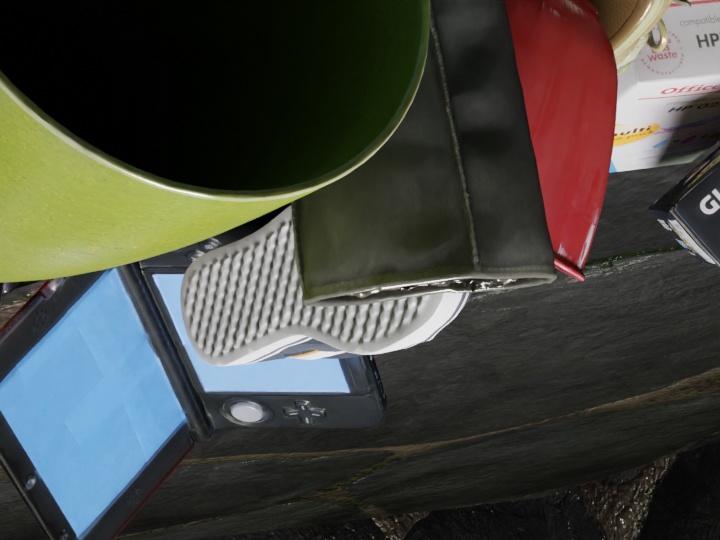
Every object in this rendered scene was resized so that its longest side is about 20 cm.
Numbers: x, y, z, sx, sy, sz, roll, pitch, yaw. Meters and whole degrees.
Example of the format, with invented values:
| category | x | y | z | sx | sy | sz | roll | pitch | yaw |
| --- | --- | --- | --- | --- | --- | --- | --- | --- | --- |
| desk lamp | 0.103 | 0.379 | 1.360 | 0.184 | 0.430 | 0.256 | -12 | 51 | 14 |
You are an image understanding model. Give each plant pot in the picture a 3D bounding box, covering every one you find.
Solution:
| category | x | y | z | sx | sy | sz | roll | pitch | yaw |
| --- | --- | --- | --- | --- | --- | --- | --- | --- | --- |
| plant pot | -0.106 | -0.075 | 0.684 | 0.187 | 0.187 | 0.200 | -2 | 161 | -35 |

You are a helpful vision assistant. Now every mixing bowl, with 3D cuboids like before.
| category | x | y | z | sx | sy | sz | roll | pitch | yaw |
| --- | --- | --- | --- | --- | --- | --- | --- | --- | --- |
| mixing bowl | 0.039 | -0.089 | 0.852 | 0.200 | 0.108 | 0.200 | 31 | -178 | -1 |

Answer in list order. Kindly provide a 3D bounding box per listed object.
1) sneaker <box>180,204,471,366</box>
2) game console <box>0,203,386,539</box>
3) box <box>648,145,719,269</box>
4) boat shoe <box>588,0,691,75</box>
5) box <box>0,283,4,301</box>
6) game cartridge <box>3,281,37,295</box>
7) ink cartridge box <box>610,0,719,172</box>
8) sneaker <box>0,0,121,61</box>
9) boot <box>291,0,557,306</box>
| category | x | y | z | sx | sy | sz | roll | pitch | yaw |
| --- | --- | --- | --- | --- | --- | --- | --- | --- | --- |
| sneaker | 0.000 | 0.000 | 0.866 | 0.079 | 0.078 | 0.200 | -8 | 179 | -36 |
| game console | -0.089 | 0.067 | 1.005 | 0.172 | 0.119 | 0.200 | 0 | 144 | 12 |
| box | 0.249 | -0.082 | 1.030 | 0.200 | 0.046 | 0.159 | -41 | 179 | 6 |
| boat shoe | 0.104 | -0.126 | 0.948 | 0.063 | 0.073 | 0.200 | -13 | 176 | -25 |
| box | -0.241 | -0.021 | 0.744 | 0.086 | 0.164 | 0.200 | -21 | 141 | 37 |
| game cartridge | -0.205 | -0.011 | 1.048 | 0.130 | 0.038 | 0.200 | -21 | -169 | 22 |
| ink cartridge box | 0.166 | -0.115 | 1.035 | 0.115 | 0.068 | 0.200 | -9 | 166 | -19 |
| sneaker | -0.155 | -0.113 | 0.809 | 0.200 | 0.070 | 0.093 | -16 | 148 | 28 |
| boot | 0.049 | -0.093 | 0.733 | 0.182 | 0.200 | 0.073 | -12 | 164 | -1 |
